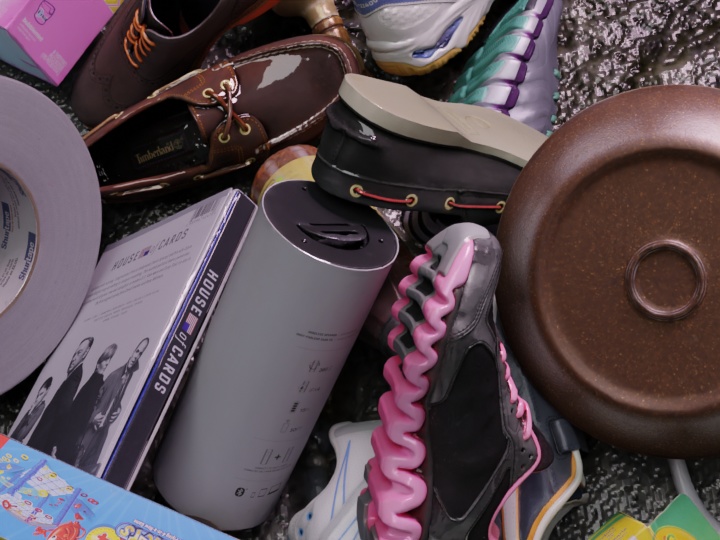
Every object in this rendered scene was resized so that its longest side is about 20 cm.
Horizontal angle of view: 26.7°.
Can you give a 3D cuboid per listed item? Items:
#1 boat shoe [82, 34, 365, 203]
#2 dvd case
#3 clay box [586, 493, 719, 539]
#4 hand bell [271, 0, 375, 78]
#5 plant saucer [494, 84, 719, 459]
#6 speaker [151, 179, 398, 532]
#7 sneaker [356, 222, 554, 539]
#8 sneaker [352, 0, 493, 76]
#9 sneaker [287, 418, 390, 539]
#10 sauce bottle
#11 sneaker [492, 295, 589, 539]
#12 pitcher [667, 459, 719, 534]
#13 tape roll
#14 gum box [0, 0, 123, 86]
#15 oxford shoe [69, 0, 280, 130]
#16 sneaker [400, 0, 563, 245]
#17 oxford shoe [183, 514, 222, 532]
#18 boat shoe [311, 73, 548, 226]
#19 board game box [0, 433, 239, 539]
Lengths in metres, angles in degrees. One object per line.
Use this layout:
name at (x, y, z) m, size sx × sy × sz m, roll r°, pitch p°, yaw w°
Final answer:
boat shoe at (-0.093, -0.091, 0.957) m, size 0.199 × 0.070 × 0.071 m, roll -24°, pitch 90°, yaw 14°
dvd case at (-0.144, 0.052, 0.885) m, size 0.150 × 0.025 × 0.201 m, roll -19°, pitch 40°, yaw 48°
clay box at (0.128, 0.223, 0.817) m, size 0.200 × 0.048 × 0.115 m, roll -41°, pitch 98°, yaw -9°
hand bell at (-0.017, -0.153, 0.997) m, size 0.104 × 0.104 × 0.201 m, roll -26°, pitch 81°, yaw -2°
plant saucer at (0.162, 0.003, 0.798) m, size 0.199 × 0.037 × 0.202 m, roll 2°, pitch 96°, yaw 19°
speaker at (-0.050, 0.050, 0.853) m, size 0.081 × 0.201 × 0.081 m, roll 18°, pitch 32°, yaw -12°
sneaker at (0.058, 0.072, 0.793) m, size 0.095 × 0.079 × 0.201 m, roll 7°, pitch 110°, yaw -8°
sneaker at (0.068, -0.215, 0.971) m, size 0.075 × 0.088 × 0.200 m, roll 9°, pitch 50°, yaw 44°
sneaker at (-0.004, 0.178, 0.873) m, size 0.086 × 0.075 × 0.201 m, roll 3°, pitch 64°, yaw 21°
sauce bottle at (0.000, 0.000, 0.901) m, size 0.066 × 0.066 × 0.200 m, roll -35°, pitch 45°, yaw -5°
sneaker at (0.096, 0.094, 0.878) m, size 0.079 × 0.078 × 0.202 m, roll 4°, pitch 81°, yaw 15°
pitcher at (0.201, 0.044, 0.869) m, size 0.200 × 0.121 × 0.172 m, roll 40°, pitch 95°, yaw 9°
tape roll at (-0.248, -0.021, 0.885) m, size 0.066 × 0.200 × 0.201 m, roll 18°, pitch 72°, yaw 39°
gum box at (-0.249, -0.215, 1.029) m, size 0.199 × 0.066 × 0.114 m, roll 26°, pitch 74°, yaw 33°
oxford shoe at (-0.131, -0.156, 0.970) m, size 0.200 × 0.072 × 0.071 m, roll -39°, pitch 81°, yaw 29°
sneaker at (0.099, -0.086, 0.964) m, size 0.087 × 0.074 × 0.201 m, roll 32°, pitch 68°, yaw -14°
oxford shoe at (-0.156, 0.172, 0.896) m, size 0.199 × 0.072 × 0.071 m, roll 14°, pitch 53°, yaw 30°
boat shoe at (0.060, -0.058, 0.867) m, size 0.074 × 0.200 × 0.063 m, roll 49°, pitch 120°, yaw 46°
board game box at (-0.133, 0.198, 0.807) m, size 0.195 × 0.201 × 0.056 m, roll 20°, pitch 45°, yaw 16°
